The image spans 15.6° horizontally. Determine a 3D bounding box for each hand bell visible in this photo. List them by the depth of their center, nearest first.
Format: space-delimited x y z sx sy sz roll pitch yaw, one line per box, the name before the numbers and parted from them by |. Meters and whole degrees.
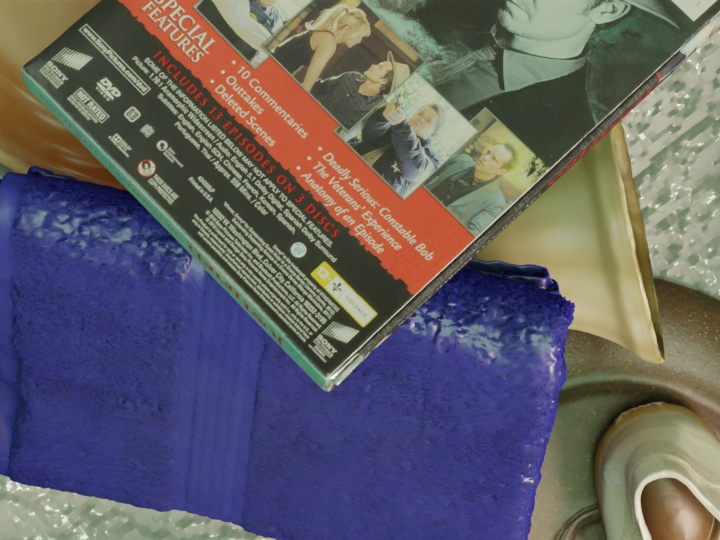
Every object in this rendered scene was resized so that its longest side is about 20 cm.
hand bell | 0.000 0.000 0.933 0.200 0.104 0.104 -11 103 8

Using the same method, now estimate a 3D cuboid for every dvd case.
dvd case | 0.012 -0.078 0.854 0.200 0.022 0.146 -43 79 -12

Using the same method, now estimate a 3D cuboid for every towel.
towel | -0.031 0.035 0.905 0.200 0.050 0.148 13 138 5

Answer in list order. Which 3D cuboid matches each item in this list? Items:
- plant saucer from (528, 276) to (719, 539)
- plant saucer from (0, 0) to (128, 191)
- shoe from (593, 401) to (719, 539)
plant saucer | 0.089 0.102 0.980 0.200 0.037 0.201 -1 102 -5
plant saucer | -0.069 -0.122 0.913 0.200 0.037 0.201 -1 102 -7
shoe | 0.135 0.145 0.948 0.070 0.053 0.200 -25 104 0
